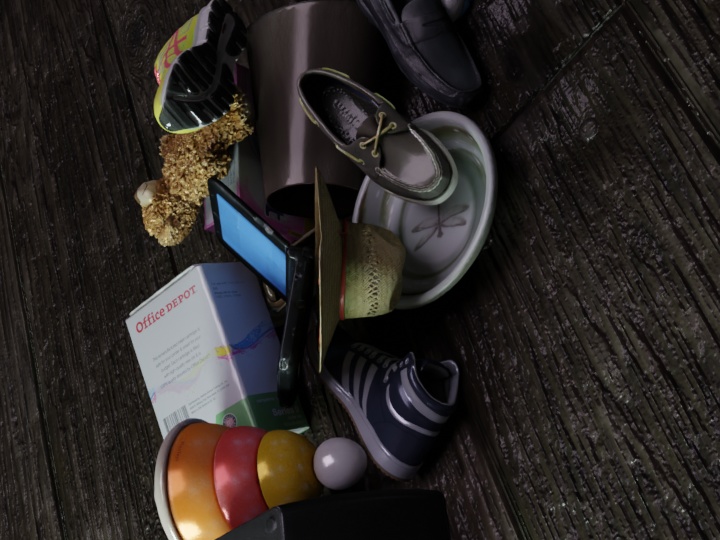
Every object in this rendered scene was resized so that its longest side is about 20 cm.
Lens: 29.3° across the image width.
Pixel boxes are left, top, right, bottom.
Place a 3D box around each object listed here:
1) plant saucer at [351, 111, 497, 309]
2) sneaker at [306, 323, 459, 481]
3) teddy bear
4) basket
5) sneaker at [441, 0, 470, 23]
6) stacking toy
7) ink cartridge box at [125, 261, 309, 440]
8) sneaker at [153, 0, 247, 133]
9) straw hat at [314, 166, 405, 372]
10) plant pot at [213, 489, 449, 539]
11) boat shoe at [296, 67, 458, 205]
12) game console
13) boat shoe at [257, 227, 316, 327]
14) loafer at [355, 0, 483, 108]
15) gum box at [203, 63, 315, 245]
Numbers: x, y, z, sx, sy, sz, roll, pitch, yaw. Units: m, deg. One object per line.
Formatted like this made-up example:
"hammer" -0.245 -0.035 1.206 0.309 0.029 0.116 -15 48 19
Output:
"plant saucer" 0.072 -0.055 1.361 0.200 0.050 0.201 -22 59 43
"sneaker" 0.025 0.095 1.337 0.109 0.070 0.200 -56 47 25
"teddy bear" -0.185 -0.125 1.501 0.200 0.067 0.145 -47 42 26
"basket" -0.046 -0.168 1.489 0.179 0.136 0.201 -10 71 31
"sneaker" 0.068 -0.353 1.426 0.075 0.086 0.201 -3 95 32
"stacking toy" -0.085 0.202 1.328 0.199 0.146 0.147 -13 63 25
"ink cartridge box" -0.158 0.109 1.496 0.145 0.087 0.201 -33 72 38
"sneaker" -0.183 -0.203 1.457 0.090 0.078 0.201 -23 30 30
"straw hat" 0.000 0.000 1.309 0.201 0.084 0.203 179 90 -88
"plant pot" -0.041 0.308 1.245 0.199 0.177 0.201 -33 51 37
"boat shoe" 0.012 -0.132 1.346 0.202 0.060 0.072 41 97 32
"game console" -0.107 0.028 1.368 0.200 0.116 0.177 98 -179 -74
"boat shoe" -0.076 0.004 1.503 0.200 0.063 0.074 -28 54 41
"loafer" 0.059 -0.250 1.400 0.201 0.068 0.071 55 148 20
"gum box" -0.114 -0.119 1.560 0.066 0.113 0.201 -29 54 40
